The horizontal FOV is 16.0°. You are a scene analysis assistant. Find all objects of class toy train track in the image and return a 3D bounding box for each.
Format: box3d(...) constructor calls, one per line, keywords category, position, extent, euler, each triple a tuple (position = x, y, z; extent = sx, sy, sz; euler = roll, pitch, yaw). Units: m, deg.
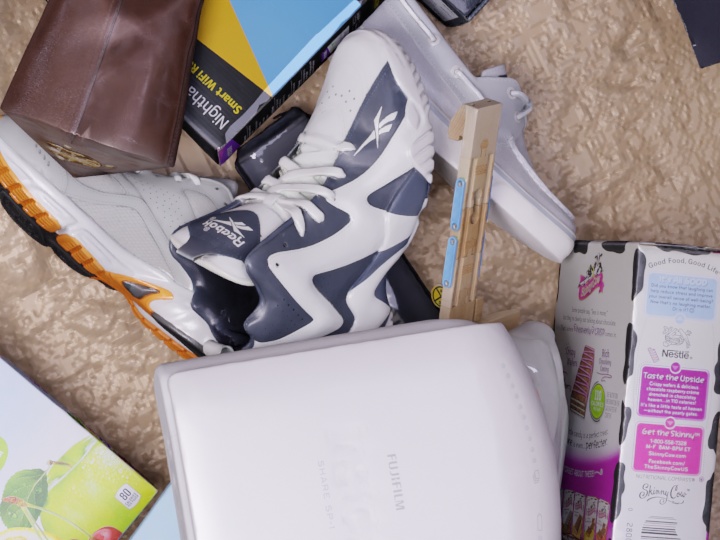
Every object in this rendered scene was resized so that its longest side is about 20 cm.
box3d(category="toy train track", position=(0.046, 0.000, 1.413), extent=(0.115, 0.033, 0.200), euler=(-17, 122, -48))

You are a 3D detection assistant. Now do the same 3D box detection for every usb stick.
box3d(category="usb stick", position=(0.000, 0.000, 1.460), extent=(0.055, 0.033, 0.200), euler=(-36, 98, -17))

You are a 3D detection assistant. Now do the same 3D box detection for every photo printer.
box3d(category="photo printer", position=(0.004, 0.114, 1.329), extent=(0.200, 0.069, 0.167), euler=(-8, 84, -10))

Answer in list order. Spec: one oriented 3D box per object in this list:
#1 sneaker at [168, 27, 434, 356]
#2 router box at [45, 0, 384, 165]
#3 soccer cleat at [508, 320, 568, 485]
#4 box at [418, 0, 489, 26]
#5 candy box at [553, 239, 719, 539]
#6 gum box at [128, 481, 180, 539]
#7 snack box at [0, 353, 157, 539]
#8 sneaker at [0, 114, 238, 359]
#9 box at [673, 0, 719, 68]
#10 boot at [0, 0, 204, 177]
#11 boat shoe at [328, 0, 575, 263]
box3d(category="sneaker", position=(-0.039, -0.034, 1.367), extent=(0.129, 0.079, 0.199), euler=(3, 105, -43))
box3d(category="router box", position=(-0.097, -0.179, 1.404), extent=(0.200, 0.051, 0.149), euler=(43, 83, 6))
box3d(category="soccer cleat", position=(0.086, 0.124, 1.450), extent=(0.069, 0.078, 0.200), euler=(15, 118, 15))
box3d(category="box", position=(0.035, -0.262, 1.454), extent=(0.200, 0.051, 0.158), euler=(43, 81, -11))
box3d(category="candy box", position=(0.152, 0.084, 1.441), extent=(0.061, 0.136, 0.200), euler=(5, 91, -14))
box3d(category="gum box", position=(-0.084, 0.234, 1.394), extent=(0.170, 0.045, 0.200), euler=(37, 102, 3))
box3d(category="snack box", position=(-0.240, 0.118, 1.394), extent=(0.200, 0.068, 0.169), euler=(40, 84, -8))
box3d(category="sneaker", position=(-0.120, -0.031, 1.422), extent=(0.200, 0.076, 0.092), euler=(41, 75, -17))
box3d(category="box", position=(0.256, -0.240, 1.449), extent=(0.200, 0.104, 0.182), euler=(-28, 98, -27))
box3d(category="boot", position=(-0.163, -0.158, 1.349), extent=(0.186, 0.064, 0.200), euler=(17, 87, 5))
box3d(category="boat shoe", position=(0.060, -0.091, 1.458), extent=(0.200, 0.072, 0.069), euler=(45, 85, 1))
